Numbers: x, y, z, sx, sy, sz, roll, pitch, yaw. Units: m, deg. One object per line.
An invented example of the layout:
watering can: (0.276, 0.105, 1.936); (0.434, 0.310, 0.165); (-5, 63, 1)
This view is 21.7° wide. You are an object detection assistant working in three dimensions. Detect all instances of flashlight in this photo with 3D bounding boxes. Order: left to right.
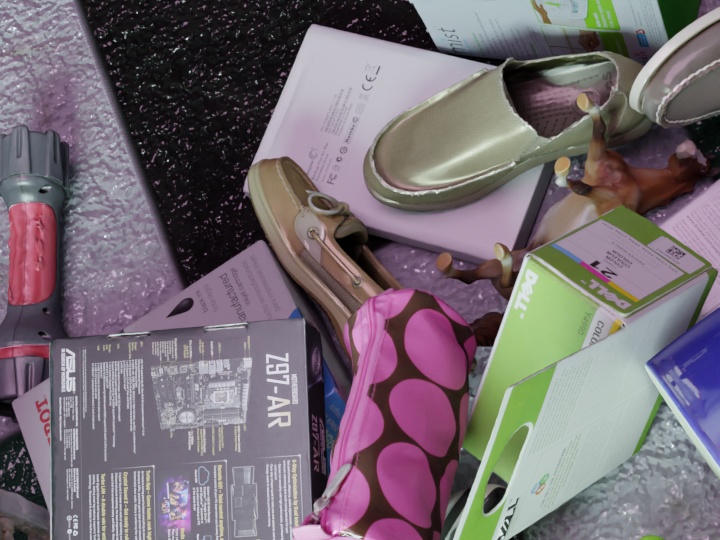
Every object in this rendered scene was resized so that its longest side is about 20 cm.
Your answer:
flashlight: (-0.229, 0.001, 1.290); (0.068, 0.068, 0.201); (-22, 64, 47)

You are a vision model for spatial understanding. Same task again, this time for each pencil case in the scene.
pencil case: (0.013, 0.099, 1.058); (0.090, 0.094, 0.201); (-28, 32, 33)

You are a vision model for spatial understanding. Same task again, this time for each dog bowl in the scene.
dog bowl: (0.242, 0.110, 1.023); (0.079, 0.200, 0.201); (-35, 63, 5)

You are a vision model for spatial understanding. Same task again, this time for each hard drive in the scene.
hard drive: (0.033, -0.085, 1.264); (0.199, 0.026, 0.133); (16, 75, 23)

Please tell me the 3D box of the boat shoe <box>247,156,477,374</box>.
boat shoe: (-0.001, 0.000, 1.206); (0.063, 0.073, 0.201); (-39, 68, 18)

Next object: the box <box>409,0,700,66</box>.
box: (0.116, -0.211, 1.191); (0.175, 0.200, 0.097); (10, 72, 22)

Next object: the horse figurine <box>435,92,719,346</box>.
horse figurine: (0.125, -0.022, 1.169); (0.200, 0.132, 0.050); (-51, 55, 7)

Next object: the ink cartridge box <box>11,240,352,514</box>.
ink cartridge box: (-0.105, 0.099, 1.189); (0.199, 0.084, 0.145); (-33, 48, 4)

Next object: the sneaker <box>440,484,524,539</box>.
sneaker: (0.069, 0.217, 1.082); (0.088, 0.075, 0.201); (-37, 50, 43)

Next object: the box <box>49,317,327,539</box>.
box: (-0.099, 0.134, 1.090); (0.159, 0.044, 0.201); (-6, 77, 11)

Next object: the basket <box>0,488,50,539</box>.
basket: (-0.267, 0.247, 1.138); (0.199, 0.198, 0.162); (-26, 66, 6)

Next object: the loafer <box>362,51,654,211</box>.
loafer: (0.090, -0.098, 1.197); (0.199, 0.068, 0.076); (-20, 64, 10)

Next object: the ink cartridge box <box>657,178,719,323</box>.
ink cartridge box: (0.253, -0.005, 1.154); (0.200, 0.042, 0.120); (-38, 64, 3)

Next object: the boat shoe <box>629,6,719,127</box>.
boat shoe: (0.261, -0.134, 1.163); (0.199, 0.072, 0.060); (-25, 61, -18)

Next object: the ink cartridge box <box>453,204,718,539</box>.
ink cartridge box: (0.100, 0.066, 1.063); (0.076, 0.148, 0.199); (37, 39, 27)

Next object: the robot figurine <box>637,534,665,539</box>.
robot figurine: (0.169, 0.253, 1.037); (0.175, 0.116, 0.201); (-20, 65, 17)
